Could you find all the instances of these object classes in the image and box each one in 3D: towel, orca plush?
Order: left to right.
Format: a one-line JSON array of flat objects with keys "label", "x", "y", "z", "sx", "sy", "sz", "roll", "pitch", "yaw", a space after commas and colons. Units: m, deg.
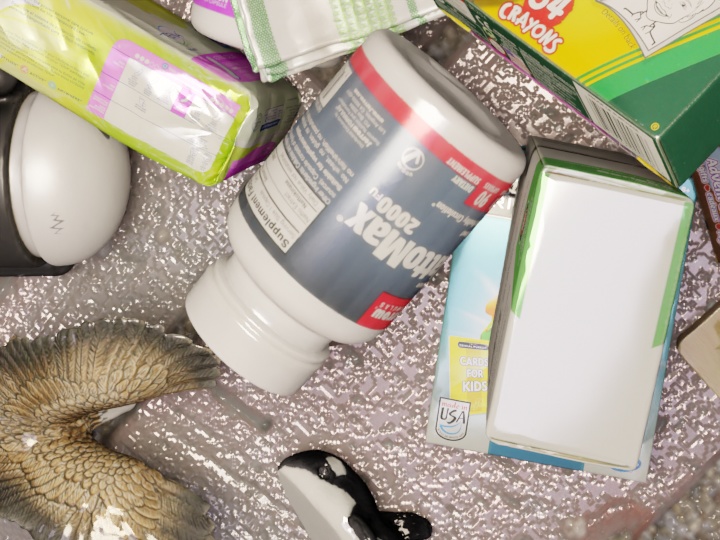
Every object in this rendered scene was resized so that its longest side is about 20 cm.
[{"label": "towel", "x": 0.009, "y": -0.211, "z": 0.833, "sx": 0.197, "sy": 0.031, "sz": 0.151, "roll": -19, "pitch": 103, "yaw": -4}, {"label": "orca plush", "x": 0.030, "y": 0.194, "z": 0.973, "sx": 0.071, "sy": 0.106, "sz": 0.200, "roll": -35, "pitch": 65, "yaw": -24}]

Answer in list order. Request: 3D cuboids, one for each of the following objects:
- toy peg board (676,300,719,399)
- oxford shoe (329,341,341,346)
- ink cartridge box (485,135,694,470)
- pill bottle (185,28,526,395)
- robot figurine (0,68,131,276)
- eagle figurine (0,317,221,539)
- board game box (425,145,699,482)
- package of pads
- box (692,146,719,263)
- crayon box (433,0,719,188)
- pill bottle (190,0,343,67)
[{"label": "toy peg board", "x": 0.338, "y": 0.064, "z": 0.892, "sx": 0.199, "sy": 0.098, "sz": 0.200, "roll": -42, "pitch": 92, "yaw": 13}, {"label": "oxford shoe", "x": 0.000, "y": 0.000, "z": 0.951, "sx": 0.199, "sy": 0.071, "sz": 0.073, "roll": -39, "pitch": 98, "yaw": 22}, {"label": "ink cartridge box", "x": 0.123, "y": 0.008, "z": 0.815, "sx": 0.083, "sy": 0.200, "sz": 0.148, "roll": 11, "pitch": 101, "yaw": 3}, {"label": "pill bottle", "x": -0.008, "y": -0.028, "z": 0.841, "sx": 0.119, "sy": 0.120, "sz": 0.200, "roll": 41, "pitch": 105, "yaw": 0}, {"label": "robot figurine", "x": -0.251, "y": -0.065, "z": 0.947, "sx": 0.197, "sy": 0.150, "sz": 0.127, "roll": 1, "pitch": 83, "yaw": 9}, {"label": "eagle figurine", "x": -0.190, "y": 0.104, "z": 0.954, "sx": 0.151, "sy": 0.199, "sz": 0.152, "roll": -52, "pitch": 129, "yaw": -24}, {"label": "board game box", "x": 0.130, "y": 0.025, "z": 0.942, "sx": 0.149, "sy": 0.047, "sz": 0.203, "roll": 9, "pitch": 101, "yaw": 7}, {"label": "package of pads", "x": -0.145, "y": -0.131, "z": 0.901, "sx": 0.198, "sy": 0.155, "sz": 0.069, "roll": 30, "pitch": 103, "yaw": 3}, {"label": "box", "x": 0.251, "y": -0.104, "z": 0.839, "sx": 0.136, "sy": 0.039, "sz": 0.202, "roll": -4, "pitch": 115, "yaw": 41}, {"label": "crayon box", "x": 0.152, "y": -0.169, "z": 0.761, "sx": 0.173, "sy": 0.058, "sz": 0.200, "roll": -46, "pitch": 55, "yaw": -1}, {"label": "pill bottle", "x": -0.036, "y": -0.237, "z": 0.893, "sx": 0.103, "sy": 0.104, "sz": 0.203, "roll": 16, "pitch": 101, "yaw": 5}]
